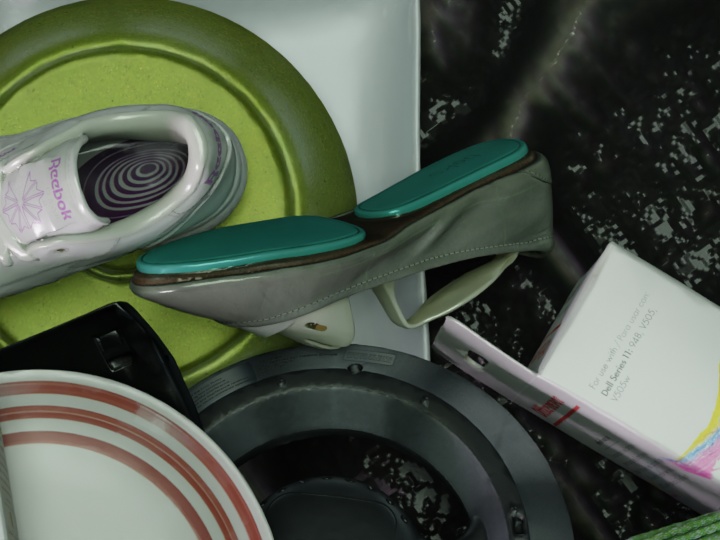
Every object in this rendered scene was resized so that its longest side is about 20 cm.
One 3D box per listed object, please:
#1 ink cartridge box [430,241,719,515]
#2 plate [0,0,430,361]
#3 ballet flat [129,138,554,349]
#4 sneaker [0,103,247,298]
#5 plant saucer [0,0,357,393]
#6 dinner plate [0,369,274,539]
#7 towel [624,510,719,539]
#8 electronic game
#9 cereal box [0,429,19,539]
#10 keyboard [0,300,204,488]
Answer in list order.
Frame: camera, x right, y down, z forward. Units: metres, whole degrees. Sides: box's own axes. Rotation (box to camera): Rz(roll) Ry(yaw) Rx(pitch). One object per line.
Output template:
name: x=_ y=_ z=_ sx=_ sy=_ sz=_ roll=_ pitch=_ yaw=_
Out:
ink cartridge box: x=0.133 y=0.051 z=1.092 sx=0.200 sy=0.117 sz=0.067 roll=31 pitch=82 yaw=2
plate: x=-0.071 y=-0.033 z=1.141 sx=0.199 sy=0.032 sz=0.200 roll=-1 pitch=83 yaw=-2
ballet flat: x=0.000 y=0.000 z=1.073 sx=0.200 sy=0.067 sz=0.064 roll=-19 pitch=108 yaw=-29
sneaker: x=-0.145 y=-0.028 z=1.043 sx=0.200 sy=0.100 sz=0.075 roll=-19 pitch=86 yaw=-2
plant saucer: x=-0.100 y=-0.022 z=1.108 sx=0.200 sy=0.031 sz=0.200 roll=0 pitch=83 yaw=-1
dinner plate: x=-0.127 y=0.137 z=1.003 sx=0.200 sy=0.024 sz=0.201 roll=-1 pitch=75 yaw=4
towel: x=0.101 y=0.169 z=1.000 sx=0.200 sy=0.031 sz=0.149 roll=-15 pitch=122 yaw=-21
electronic game: x=-0.013 y=0.122 z=1.043 sx=0.200 sy=0.042 sz=0.200 roll=-2 pitch=64 yaw=4
cereal box: x=-0.193 y=0.145 z=0.972 sx=0.144 sy=0.040 sz=0.200 roll=-11 pitch=74 yaw=0
keyboard: x=-0.169 y=0.064 z=1.050 sx=0.200 sy=0.040 sz=0.104 roll=-22 pitch=103 yaw=4
